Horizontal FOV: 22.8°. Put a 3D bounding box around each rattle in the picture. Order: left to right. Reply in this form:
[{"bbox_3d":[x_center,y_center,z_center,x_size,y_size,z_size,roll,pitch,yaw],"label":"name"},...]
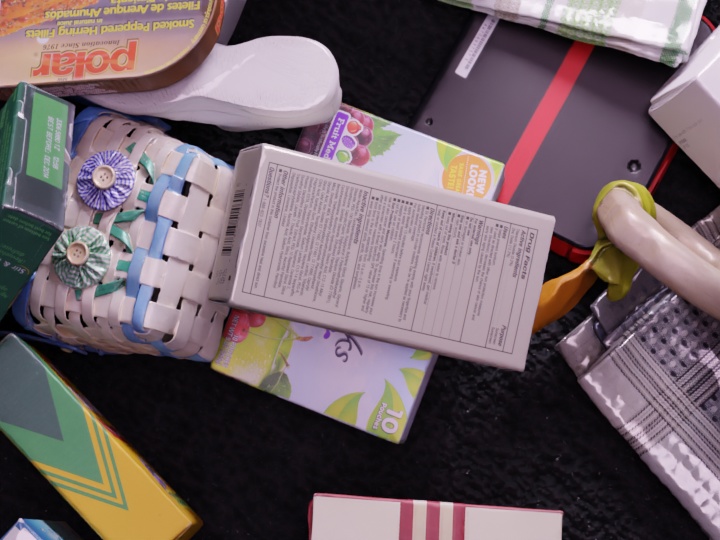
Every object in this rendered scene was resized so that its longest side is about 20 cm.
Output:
[{"bbox_3d":[0.217,0.043,1.189,0.199,0.130,0.144,35,87,-13],"label":"rattle"}]

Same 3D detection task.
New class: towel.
[{"bbox_3d":[0.157,-0.231,1.258,0.198,0.031,0.150,17,75,19],"label":"towel"},{"bbox_3d":[0.262,0.067,1.239,0.192,0.035,0.200,-39,84,-6],"label":"towel"}]

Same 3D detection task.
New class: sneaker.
[{"bbox_3d":[-0.110,-0.123,1.186,0.198,0.089,0.076,12,78,6],"label":"sneaker"}]

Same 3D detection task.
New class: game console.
[{"bbox_3d":[0.145,-0.123,1.269,0.176,0.031,0.201,29,81,8],"label":"game console"}]

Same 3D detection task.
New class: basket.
[{"bbox_3d":[-0.174,-0.030,1.196,0.199,0.139,0.178,10,81,36],"label":"basket"}]

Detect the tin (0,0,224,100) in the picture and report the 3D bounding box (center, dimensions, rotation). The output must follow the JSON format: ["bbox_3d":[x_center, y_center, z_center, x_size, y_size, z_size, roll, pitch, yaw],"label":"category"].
[{"bbox_3d":[-0.184,-0.166,1.142,0.198,0.042,0.113,-2,72,9],"label":"tin"}]

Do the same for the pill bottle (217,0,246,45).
[{"bbox_3d":[-0.177,-0.219,1.227,0.198,0.111,0.112,24,82,1],"label":"pill bottle"}]

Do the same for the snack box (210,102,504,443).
[{"bbox_3d":[0.000,0.000,1.220,0.141,0.053,0.202,20,85,6],"label":"snack box"}]

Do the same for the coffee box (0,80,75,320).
[{"bbox_3d":[-0.244,-0.009,1.128,0.044,0.200,0.124,23,37,-24],"label":"coffee box"}]

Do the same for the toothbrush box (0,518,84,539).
[{"bbox_3d":[-0.175,0.235,1.117,0.146,0.200,0.085,44,84,4],"label":"toothbrush box"}]

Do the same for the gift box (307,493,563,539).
[{"bbox_3d":[0.054,0.245,1.132,0.198,0.185,0.189,4,80,5],"label":"gift box"}]

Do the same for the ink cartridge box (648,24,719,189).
[{"bbox_3d":[0.318,-0.095,1.218,0.200,0.083,0.147,46,73,-3],"label":"ink cartridge box"}]

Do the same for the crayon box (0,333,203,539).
[{"bbox_3d":[-0.168,0.134,1.169,0.051,0.127,0.200,-43,86,-7],"label":"crayon box"}]

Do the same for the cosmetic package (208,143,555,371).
[{"bbox_3d":[0.013,-0.007,1.135,0.198,0.073,0.105,14,86,-17],"label":"cosmetic package"}]
